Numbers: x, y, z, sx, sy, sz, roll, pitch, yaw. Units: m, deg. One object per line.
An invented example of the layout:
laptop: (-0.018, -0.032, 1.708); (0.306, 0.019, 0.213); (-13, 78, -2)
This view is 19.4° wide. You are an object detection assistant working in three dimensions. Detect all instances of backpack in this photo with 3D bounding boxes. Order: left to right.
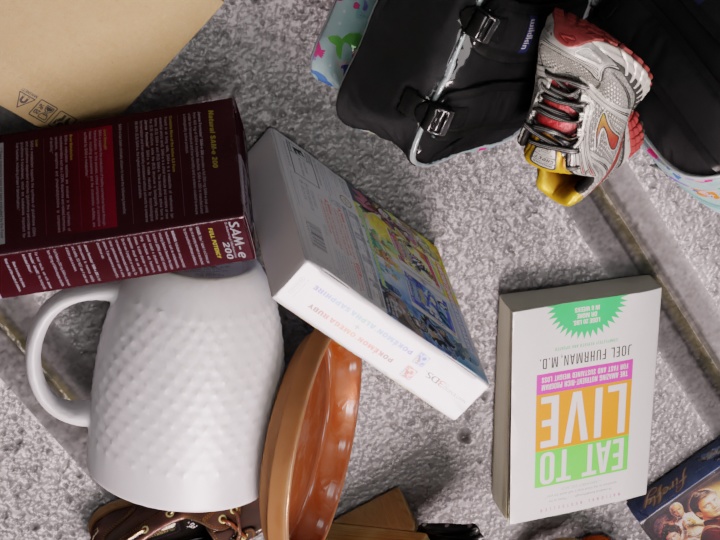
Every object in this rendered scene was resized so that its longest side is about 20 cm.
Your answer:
backpack: (0.072, -0.173, 1.501); (0.200, 0.150, 0.178); (-9, 129, -53)
backpack: (0.275, -0.142, 1.558); (0.177, 0.200, 0.150); (-42, 139, 9)

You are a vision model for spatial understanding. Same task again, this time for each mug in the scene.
mug: (-0.155, 0.070, 1.603); (0.199, 0.148, 0.176); (5, 110, -5)

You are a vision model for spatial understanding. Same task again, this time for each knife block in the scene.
knife block: (0.020, 0.267, 1.730); (0.199, 0.176, 0.064); (-26, 120, 2)

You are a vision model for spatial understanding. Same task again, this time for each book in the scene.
book: (0.180, 0.106, 1.762); (0.133, 0.048, 0.201); (-8, 118, -14)

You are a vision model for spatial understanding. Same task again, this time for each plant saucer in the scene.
plant saucer: (-0.040, 0.133, 1.642); (0.032, 0.200, 0.201); (11, 118, 12)

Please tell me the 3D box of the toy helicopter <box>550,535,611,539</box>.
toy helicopter: (0.149, 0.317, 1.849); (0.132, 0.079, 0.201); (14, 118, -19)

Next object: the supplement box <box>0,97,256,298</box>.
supplement box: (-0.179, -0.052, 1.523); (0.199, 0.109, 0.061); (-9, 147, 3)

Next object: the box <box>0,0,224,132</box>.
box: (-0.219, -0.183, 1.482); (0.200, 0.021, 0.163); (30, 115, -38)

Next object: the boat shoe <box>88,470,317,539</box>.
boat shoe: (-0.124, 0.206, 1.724); (0.199, 0.070, 0.071); (-22, 120, -3)

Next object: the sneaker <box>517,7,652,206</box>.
sneaker: (0.152, -0.107, 1.456); (0.082, 0.078, 0.200); (-50, 155, -15)

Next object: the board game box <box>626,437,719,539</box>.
board game box: (0.352, 0.197, 1.855); (0.200, 0.035, 0.136); (-36, 120, 7)

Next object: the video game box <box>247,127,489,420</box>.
video game box: (0.000, 0.000, 1.567); (0.182, 0.200, 0.047); (33, 110, -26)
